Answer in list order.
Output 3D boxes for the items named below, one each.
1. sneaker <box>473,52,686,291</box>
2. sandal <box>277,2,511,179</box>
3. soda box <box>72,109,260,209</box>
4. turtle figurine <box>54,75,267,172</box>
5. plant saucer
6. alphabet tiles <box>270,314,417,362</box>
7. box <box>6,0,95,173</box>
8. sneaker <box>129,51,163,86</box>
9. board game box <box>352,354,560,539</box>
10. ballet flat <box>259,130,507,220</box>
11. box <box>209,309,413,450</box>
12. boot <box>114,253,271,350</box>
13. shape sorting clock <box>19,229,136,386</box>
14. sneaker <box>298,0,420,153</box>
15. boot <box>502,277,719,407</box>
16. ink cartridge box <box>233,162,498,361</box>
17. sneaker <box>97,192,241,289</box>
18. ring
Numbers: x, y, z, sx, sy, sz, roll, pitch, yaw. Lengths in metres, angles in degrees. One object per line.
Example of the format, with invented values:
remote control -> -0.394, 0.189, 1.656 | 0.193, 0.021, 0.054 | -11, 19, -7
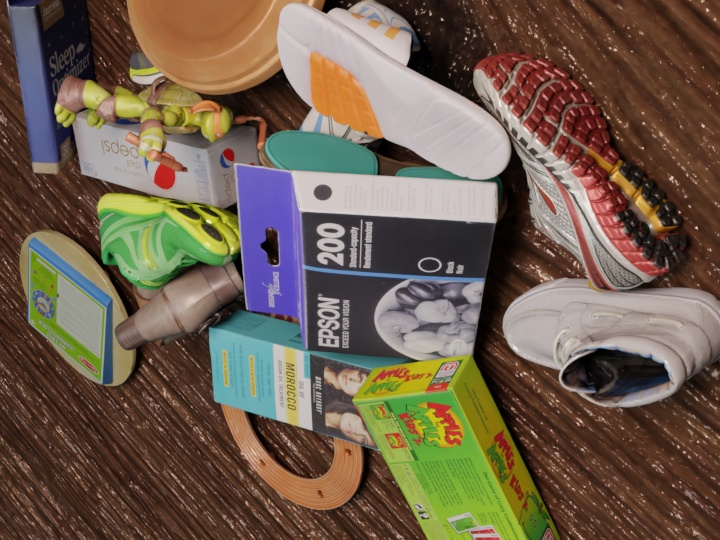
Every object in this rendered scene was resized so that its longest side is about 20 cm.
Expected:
sneaker -> 0.141, -0.067, 0.898 | 0.201, 0.078, 0.082 | 56, 139, 5
sandal -> 0.029, -0.135, 0.920 | 0.206, 0.059, 0.080 | 32, 138, 16
soda box -> -0.188, -0.114, 1.201 | 0.199, 0.068, 0.064 | 17, 124, 37
turtle figurine -> -0.176, -0.135, 1.067 | 0.160, 0.200, 0.065 | 11, 111, 18
plant saucer -> -0.116, -0.246, 1.014 | 0.198, 0.037, 0.202 | -2, 86, 28
alphabet tiles -> -0.023, 0.075, 1.191 | 0.166, 0.006, 0.201 | 39, 134, 23
box -> -0.298, -0.210, 1.219 | 0.032, 0.121, 0.202 | 3, 119, 9
sneaker -> -0.141, -0.209, 1.114 | 0.199, 0.073, 0.082 | -6, 88, 47
board game box -> 0.084, 0.171, 1.067 | 0.101, 0.048, 0.201 | -11, 117, 35
ballet flat -> 0.016, -0.058, 0.992 | 0.198, 0.068, 0.073 | 8, 144, 0
box -> -0.047, 0.101, 1.161 | 0.199, 0.049, 0.083 | 12, 116, 30
boot -> -0.154, 0.017, 1.221 | 0.145, 0.200, 0.071 | -28, 103, 13
shape sorting clock -> -0.327, 0.044, 1.447 | 0.199, 0.039, 0.202 | 23, 127, 33
sneaker -> -0.003, -0.119, 1.013 | 0.073, 0.071, 0.201 | 48, 139, 32
boot -> 0.167, 0.054, 0.926 | 0.199, 0.095, 0.074 | -6, 108, 46
ink cartridge box -> 0.000, 0.000, 0.982 | 0.198, 0.044, 0.199 | 5, 144, 3
sneaker -> -0.169, -0.022, 1.122 | 0.199, 0.074, 0.084 | 11, 96, 49
ring -> -0.070, 0.149, 1.262 | 0.199, 0.019, 0.202 | 22, 126, 34
